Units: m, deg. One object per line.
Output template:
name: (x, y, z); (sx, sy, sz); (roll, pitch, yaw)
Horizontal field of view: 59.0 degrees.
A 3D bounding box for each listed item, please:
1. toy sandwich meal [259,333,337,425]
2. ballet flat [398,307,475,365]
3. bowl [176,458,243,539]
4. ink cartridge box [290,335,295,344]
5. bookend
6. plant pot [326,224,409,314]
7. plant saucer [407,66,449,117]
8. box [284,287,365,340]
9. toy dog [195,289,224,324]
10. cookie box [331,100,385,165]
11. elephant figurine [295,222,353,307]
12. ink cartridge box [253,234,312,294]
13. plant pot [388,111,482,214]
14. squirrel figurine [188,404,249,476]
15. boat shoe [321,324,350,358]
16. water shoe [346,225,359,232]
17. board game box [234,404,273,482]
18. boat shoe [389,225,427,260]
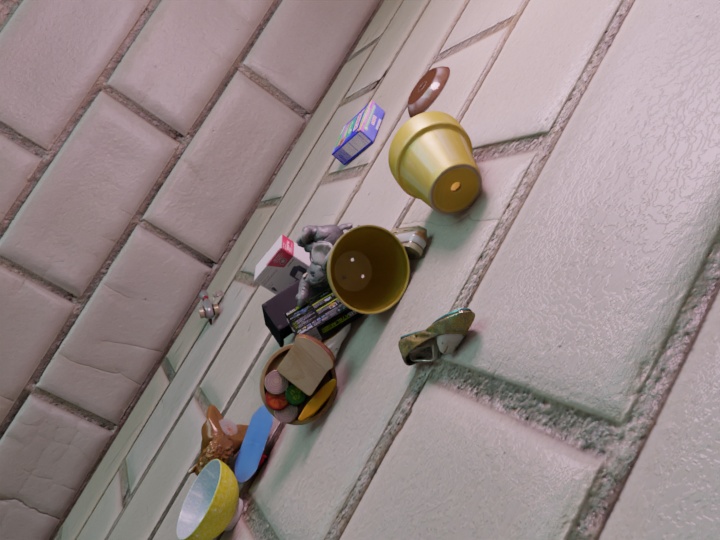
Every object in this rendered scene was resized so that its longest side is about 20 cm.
toy sandwich meal: (-0.140, 0.254, 1.468); (0.207, 0.203, 0.070); (-61, -8, -12)
ballet flat: (0.144, 0.132, 1.189); (0.199, 0.070, 0.072); (-32, 31, 46)
bowl: (-0.354, 0.581, 1.568); (0.200, 0.107, 0.202); (-46, 24, 27)
ink cartridge box: (-0.156, 0.239, 1.709); (0.164, 0.057, 0.199); (-59, 25, -8)
bookend: (-0.177, 0.110, 1.839); (0.197, 0.093, 0.200); (-34, -13, -17)
plant pot: (0.000, 0.000, 1.513); (0.202, 0.198, 0.142); (-60, 15, -11)
plant saucer: (0.215, -0.599, 2.107); (0.201, 0.036, 0.202); (-47, 22, 25)
box: (-0.089, 0.108, 1.638); (0.198, 0.048, 0.193); (-30, 18, -8)
toy dog: (-0.704, 0.177, 2.951); (0.201, 0.129, 0.098); (-91, 2, -63)
cookie box: (-0.009, -0.526, 2.440); (0.199, 0.075, 0.173); (-30, 33, 49)
elephant figurine: (-0.096, -0.017, 1.713); (0.156, 0.139, 0.203); (-54, 38, 42)
ink cartridge box: (-0.199, 0.012, 1.917); (0.145, 0.199, 0.085); (-46, 25, 22)
plant pot: (0.184, -0.232, 1.459); (0.201, 0.199, 0.190); (-49, 38, 18)
squirrel figurine: (-0.403, 0.513, 1.742); (0.188, 0.140, 0.201); (-57, 16, 18)
boat shoe: (-0.089, 0.202, 1.584); (0.200, 0.070, 0.070); (-43, 25, -26)
water shoe: (0.013, -0.085, 1.752); (0.199, 0.078, 0.072); (-12, 47, 61)
board game box: (-0.260, 0.452, 1.648); (0.157, 0.039, 0.203); (-15, 53, 59)
boat shoe: (0.094, -0.067, 1.568); (0.198, 0.075, 0.069); (1, 57, 54)
